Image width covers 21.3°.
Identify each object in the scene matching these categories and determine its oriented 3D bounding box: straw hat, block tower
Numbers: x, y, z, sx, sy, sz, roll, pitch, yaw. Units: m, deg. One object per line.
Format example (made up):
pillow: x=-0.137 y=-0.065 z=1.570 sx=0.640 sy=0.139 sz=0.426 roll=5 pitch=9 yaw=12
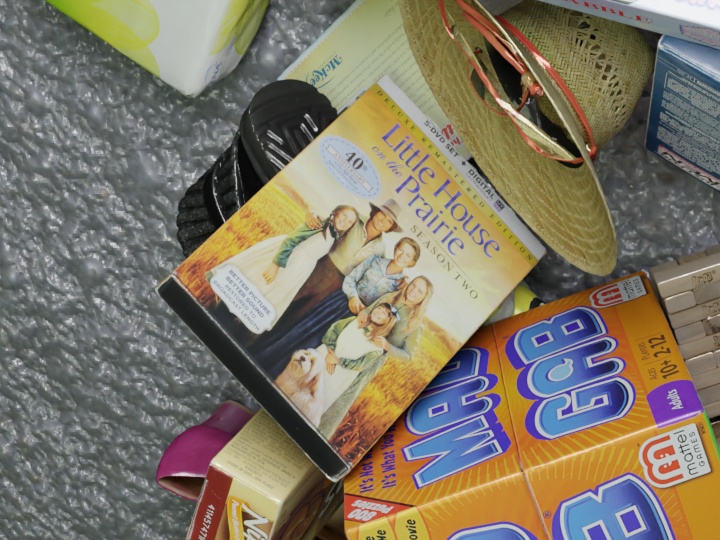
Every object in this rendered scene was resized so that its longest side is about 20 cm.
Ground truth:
straw hat: x=0.105 y=-0.101 z=0.988 sx=0.202 sy=0.085 sz=0.201 roll=52 pitch=171 yaw=12
block tower: x=0.225 y=0.080 z=1.127 sx=0.054 sy=0.058 sz=0.201 roll=-19 pitch=109 yaw=6

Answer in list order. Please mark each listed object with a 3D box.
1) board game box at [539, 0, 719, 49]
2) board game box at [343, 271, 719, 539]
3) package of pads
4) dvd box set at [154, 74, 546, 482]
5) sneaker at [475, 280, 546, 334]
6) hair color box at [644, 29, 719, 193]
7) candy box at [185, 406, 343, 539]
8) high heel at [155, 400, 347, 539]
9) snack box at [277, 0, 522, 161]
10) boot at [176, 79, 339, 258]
board game box: x=0.113 y=-0.216 z=0.852 sx=0.198 sy=0.041 sz=0.202 roll=16 pitch=87 yaw=12
board game box: x=0.115 y=0.154 z=1.102 sx=0.198 sy=0.200 sz=0.201 roll=-19 pitch=110 yaw=7
package of pads: x=-0.113 y=-0.222 z=1.155 sx=0.154 sy=0.068 sz=0.201 roll=35 pitch=128 yaw=10
dvd box set: x=0.000 y=0.000 z=1.082 sx=0.146 sy=0.200 sz=0.029 roll=48 pitch=147 yaw=-3
sneaker: x=0.058 y=0.083 z=1.221 sx=0.076 sy=0.075 sz=0.201 roll=29 pitch=128 yaw=13
hair color box: x=0.192 y=-0.111 z=0.951 sx=0.060 sy=0.200 sz=0.101 roll=31 pitch=85 yaw=10
candy box: x=-0.039 y=0.122 z=1.217 sx=0.055 sy=0.200 sz=0.116 roll=28 pitch=126 yaw=11
high heel: x=-0.043 y=0.169 z=1.311 sx=0.199 sy=0.096 sz=0.068 roll=28 pitch=126 yaw=14
snack box: x=0.052 y=-0.130 z=1.131 sx=0.116 sy=0.037 sz=0.200 roll=49 pitch=128 yaw=-2
boot: x=-0.035 y=0.004 z=1.180 sx=0.158 sy=0.079 sz=0.213 roll=-50 pitch=57 yaw=54
